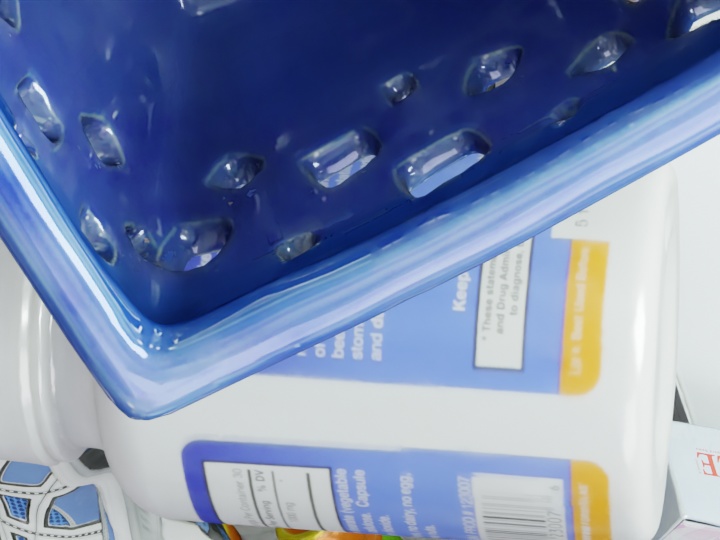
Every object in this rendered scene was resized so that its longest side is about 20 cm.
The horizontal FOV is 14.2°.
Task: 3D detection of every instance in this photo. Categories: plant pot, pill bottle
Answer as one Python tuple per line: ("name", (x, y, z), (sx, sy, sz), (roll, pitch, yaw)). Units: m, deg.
("plant pot", (-0.018, -0.114, 0.700), (0.199, 0.180, 0.201), (-28, 109, 7))
("pill bottle", (-0.011, 0.018, 0.825), (0.199, 0.113, 0.112), (3, 141, 10))

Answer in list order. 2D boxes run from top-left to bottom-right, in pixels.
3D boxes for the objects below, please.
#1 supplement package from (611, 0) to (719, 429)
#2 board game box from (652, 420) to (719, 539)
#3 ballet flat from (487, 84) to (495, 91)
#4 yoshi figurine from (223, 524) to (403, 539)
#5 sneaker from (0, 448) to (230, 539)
("supplement package", (0.145, -0.051, 0.930), (0.155, 0.111, 0.200), (-23, 141, 1))
("board game box", (0.128, 0.134, 1.005), (0.199, 0.041, 0.200), (12, 138, -31))
("ballet flat", (0.000, 0.000, 0.954), (0.072, 0.072, 0.201), (4, 133, -28))
("yoshi figurine", (0.011, 0.142, 1.118), (0.112, 0.112, 0.200), (3, 145, 45))
("sneaker", (-0.116, 0.064, 0.961), (0.077, 0.076, 0.200), (-35, 137, 4))
